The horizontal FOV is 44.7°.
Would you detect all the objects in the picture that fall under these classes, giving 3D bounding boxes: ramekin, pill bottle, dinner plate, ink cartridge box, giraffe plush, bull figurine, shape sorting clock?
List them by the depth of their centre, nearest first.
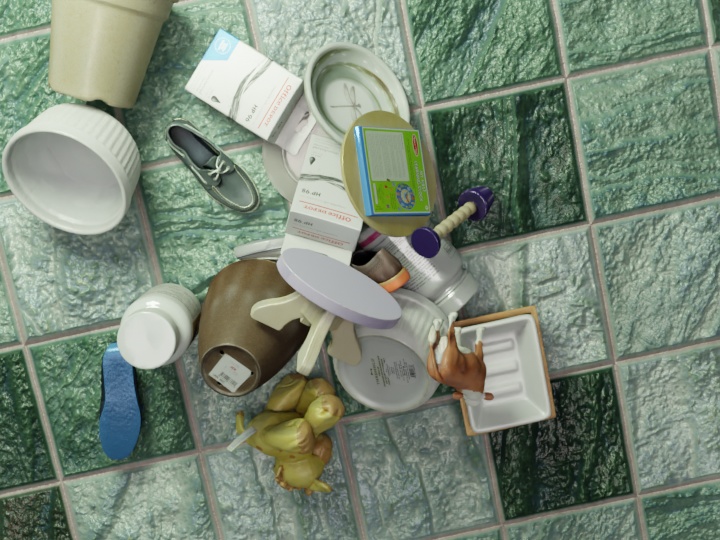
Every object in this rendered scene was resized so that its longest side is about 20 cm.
[{"bbox_3d":[0.045,-0.150,1.363,0.199,0.039,0.201,9,76,-36],"label":"shape sorting clock"},{"bbox_3d":[0.157,0.142,1.369,0.065,0.200,0.122,-7,72,23],"label":"bull figurine"},{"bbox_3d":[-0.441,-0.165,1.371,0.199,0.105,0.201,8,133,8],"label":"ramekin"},{"bbox_3d":[-0.047,-0.106,1.378,0.115,0.067,0.201,15,57,-5],"label":"ink cartridge box"},{"bbox_3d":[-0.322,0.091,1.405,0.114,0.200,0.115,0,98,-2],"label":"pill bottle"},{"bbox_3d":[-0.165,-0.285,1.414,0.200,0.068,0.116,32,95,2],"label":"ink cartridge box"},{"bbox_3d":[0.049,0.137,1.429,0.199,0.105,0.201,9,124,14],"label":"ramekin"},{"bbox_3d":[0.096,-0.020,1.449,0.113,0.113,0.200,-42,97,4],"label":"pill bottle"},{"bbox_3d":[-0.066,-0.199,1.465,0.199,0.024,0.201,0,98,-1],"label":"dinner plate"},{"bbox_3d":[-0.105,0.296,1.476,0.200,0.173,0.163,-31,119,-8],"label":"giraffe plush"}]

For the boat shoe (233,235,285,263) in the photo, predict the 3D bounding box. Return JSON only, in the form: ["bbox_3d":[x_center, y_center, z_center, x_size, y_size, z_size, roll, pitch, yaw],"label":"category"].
[{"bbox_3d":[-0.110,-0.027,1.466,0.199,0.072,0.066,-8,95,-9],"label":"boat shoe"}]

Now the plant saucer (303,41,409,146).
[{"bbox_3d":[-0.013,-0.268,1.412,0.200,0.050,0.201,14,63,-31],"label":"plant saucer"}]

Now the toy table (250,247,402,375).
[{"bbox_3d":[-0.054,0.063,1.303,0.200,0.184,0.117,32,114,-5],"label":"toy table"}]

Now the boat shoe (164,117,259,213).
[{"bbox_3d":[-0.247,-0.170,1.442,0.073,0.062,0.200,-43,97,4],"label":"boat shoe"}]

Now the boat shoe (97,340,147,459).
[{"bbox_3d":[-0.401,0.218,1.488,0.084,0.069,0.201,6,98,-11],"label":"boat shoe"}]

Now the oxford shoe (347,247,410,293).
[{"bbox_3d":[0.000,0.000,1.418,0.071,0.200,0.073,-43,107,-34],"label":"oxford shoe"}]

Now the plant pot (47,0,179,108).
[{"bbox_3d":[-0.396,-0.354,1.350,0.200,0.200,0.184,14,102,-4],"label":"plant pot"}]

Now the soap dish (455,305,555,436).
[{"bbox_3d":[0.237,0.168,1.495,0.157,0.081,0.201,-12,98,-1],"label":"soap dish"}]

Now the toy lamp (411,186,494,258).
[{"bbox_3d":[0.154,-0.085,1.416,0.058,0.200,0.058,20,126,31],"label":"toy lamp"}]

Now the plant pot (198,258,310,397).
[{"bbox_3d":[-0.181,0.108,1.387,0.186,0.200,0.188,3,116,6],"label":"plant pot"}]
